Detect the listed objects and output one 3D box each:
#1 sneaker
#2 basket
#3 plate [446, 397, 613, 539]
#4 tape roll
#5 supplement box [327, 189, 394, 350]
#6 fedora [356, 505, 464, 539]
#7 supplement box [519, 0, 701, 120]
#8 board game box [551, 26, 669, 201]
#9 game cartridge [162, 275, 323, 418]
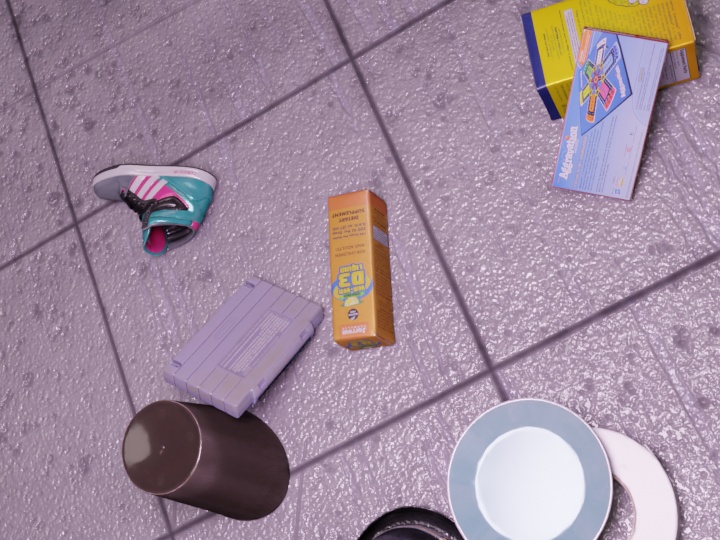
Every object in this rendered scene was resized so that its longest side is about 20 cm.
[{"bbox_3d":[-0.310,-0.084,1.585,0.197,0.084,0.122,1,66,20],"label":"sneaker"},{"bbox_3d":[-0.205,0.235,1.388,0.179,0.200,0.137,33,89,26],"label":"basket"},{"bbox_3d":[0.199,0.252,1.282,0.197,0.026,0.203,-6,73,21],"label":"plate"},{"bbox_3d":[0.272,0.286,1.278,0.200,0.037,0.206,-6,73,20],"label":"tape roll"},{"bbox_3d":[0.000,0.000,1.446,0.066,0.069,0.203,-10,74,21],"label":"supplement box"},{"bbox_3d":[0.061,0.380,1.303,0.198,0.092,0.204,-6,74,20],"label":"fedora"},{"bbox_3d":[0.316,-0.284,1.376,0.197,0.109,0.111,-14,71,17],"label":"supplement box"},{"bbox_3d":[0.301,-0.189,1.328,0.101,0.019,0.202,10,117,6],"label":"board game box"},{"bbox_3d":[-0.151,0.099,1.444,0.129,0.039,0.200,25,52,21],"label":"game cartridge"}]
